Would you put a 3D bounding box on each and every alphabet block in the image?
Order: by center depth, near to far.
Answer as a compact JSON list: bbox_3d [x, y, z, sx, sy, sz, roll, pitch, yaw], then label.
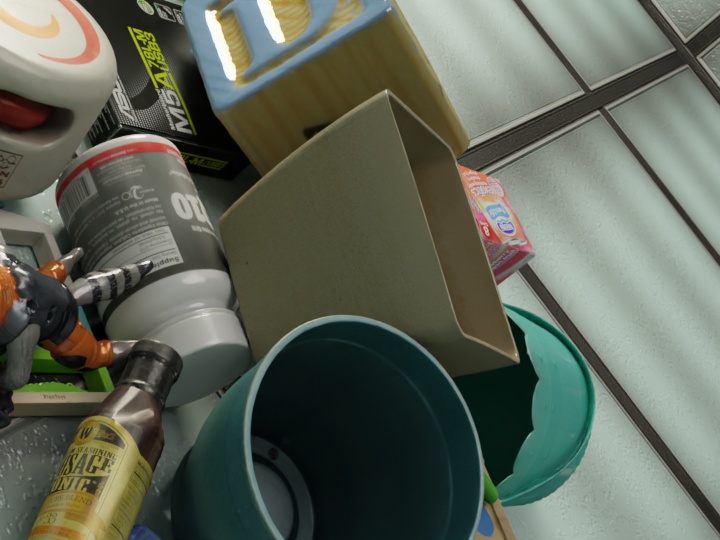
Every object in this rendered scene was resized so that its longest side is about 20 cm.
[{"bbox_3d":[-0.035,-0.192,1.461,0.200,0.195,0.196,53,12,-45],"label":"alphabet block"}]

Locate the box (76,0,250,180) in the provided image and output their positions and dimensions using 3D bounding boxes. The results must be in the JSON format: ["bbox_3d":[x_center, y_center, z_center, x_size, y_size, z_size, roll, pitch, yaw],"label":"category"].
[{"bbox_3d":[-0.210,-0.190,1.437,0.192,0.047,0.201,12,47,-54],"label":"box"}]

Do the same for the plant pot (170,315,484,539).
[{"bbox_3d":[-0.044,0.157,1.087,0.198,0.188,0.202,14,63,-30],"label":"plant pot"}]

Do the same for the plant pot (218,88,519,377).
[{"bbox_3d":[0.000,0.000,1.209,0.200,0.175,0.202,26,46,-68],"label":"plant pot"}]

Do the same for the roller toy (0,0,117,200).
[{"bbox_3d":[-0.298,-0.151,1.166,0.182,0.140,0.200,38,24,0],"label":"roller toy"}]

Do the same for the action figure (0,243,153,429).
[{"bbox_3d":[-0.244,0.003,1.062,0.201,0.104,0.193,62,20,13],"label":"action figure"}]

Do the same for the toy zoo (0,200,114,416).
[{"bbox_3d":[-0.270,0.020,1.131,0.131,0.020,0.201,6,51,-53],"label":"toy zoo"}]

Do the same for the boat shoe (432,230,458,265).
[{"bbox_3d":[0.019,0.036,1.342,0.072,0.199,0.069,20,46,-51],"label":"boat shoe"}]

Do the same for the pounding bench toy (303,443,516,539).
[{"bbox_3d":[0.061,0.195,1.211,0.155,0.200,0.125,14,44,-46],"label":"pounding bench toy"}]

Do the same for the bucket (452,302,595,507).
[{"bbox_3d":[0.112,0.126,1.377,0.134,0.207,0.209,16,43,-52],"label":"bucket"}]

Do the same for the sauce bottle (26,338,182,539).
[{"bbox_3d":[-0.176,0.137,1.030,0.066,0.066,0.201,37,47,-23],"label":"sauce bottle"}]

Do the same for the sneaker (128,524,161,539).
[{"bbox_3d":[-0.095,0.251,1.037,0.200,0.089,0.079,47,28,-1],"label":"sneaker"}]

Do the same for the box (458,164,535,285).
[{"bbox_3d":[0.055,-0.004,1.436,0.102,0.200,0.095,15,43,-50],"label":"box"}]

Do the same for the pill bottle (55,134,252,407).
[{"bbox_3d":[-0.166,0.000,1.205,0.113,0.114,0.201,8,49,-51],"label":"pill bottle"}]
